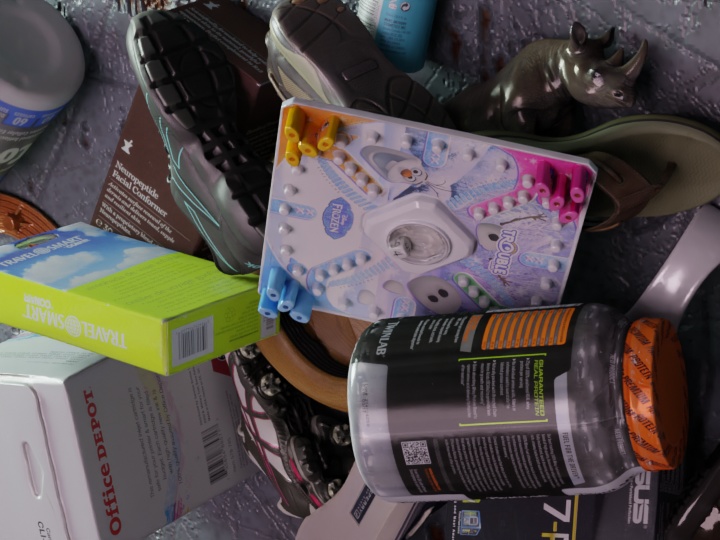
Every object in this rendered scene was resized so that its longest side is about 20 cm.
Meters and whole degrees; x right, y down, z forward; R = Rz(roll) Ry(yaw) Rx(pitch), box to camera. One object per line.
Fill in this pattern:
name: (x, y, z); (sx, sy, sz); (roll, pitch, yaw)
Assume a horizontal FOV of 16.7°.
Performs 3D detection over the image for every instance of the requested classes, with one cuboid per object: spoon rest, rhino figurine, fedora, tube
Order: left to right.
fedora: (0.000, 0.000, 1.743); (0.201, 0.082, 0.201); (12, 109, 37)
tube: (0.035, -0.233, 1.651); (0.077, 0.050, 0.200); (23, 117, 26)
rhino figurine: (0.114, -0.105, 1.623); (0.200, 0.060, 0.087); (-32, 62, 40)
spoon rest: (0.192, 0.050, 1.627); (0.099, 0.061, 0.200); (36, 125, 19)

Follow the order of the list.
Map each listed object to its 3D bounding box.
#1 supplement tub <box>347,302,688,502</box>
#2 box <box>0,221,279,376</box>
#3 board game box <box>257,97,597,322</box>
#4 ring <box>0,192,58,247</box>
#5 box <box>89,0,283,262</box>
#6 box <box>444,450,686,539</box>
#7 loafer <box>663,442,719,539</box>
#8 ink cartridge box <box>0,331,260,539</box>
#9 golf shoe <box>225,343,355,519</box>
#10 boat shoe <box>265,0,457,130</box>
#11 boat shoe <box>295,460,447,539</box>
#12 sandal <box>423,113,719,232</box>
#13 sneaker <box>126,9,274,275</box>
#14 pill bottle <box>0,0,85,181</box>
supplement tub: (0.102, 0.085, 1.571); (0.200, 0.123, 0.123); (-4, 105, 21)
box: (-0.170, 0.018, 1.753); (0.200, 0.122, 0.048); (15, 113, 37)
board game box: (0.037, -0.017, 1.584); (0.200, 0.026, 0.200); (12, 141, 2)
ring: (-0.292, 0.032, 2.023); (0.200, 0.019, 0.200); (14, 114, 33)
box: (-0.117, -0.091, 1.805); (0.100, 0.075, 0.200); (37, 124, 21)
box: (0.132, 0.206, 1.636); (0.161, 0.049, 0.200); (0, 80, 32)
loafer: (0.275, 0.108, 1.562); (0.071, 0.073, 0.200); (36, 106, 1)
ink cartridge box: (-0.194, 0.114, 1.859); (0.145, 0.200, 0.145); (0, 107, 38)
golf shoe: (-0.069, 0.098, 1.841); (0.088, 0.077, 0.200); (-22, 92, 48)
boat shoe: (0.005, -0.097, 1.648); (0.200, 0.074, 0.073); (56, 149, 20)
boat shoe: (0.027, 0.173, 1.779); (0.075, 0.093, 0.200); (57, 136, 25)
sandal: (0.141, -0.051, 1.572); (0.201, 0.057, 0.080); (-5, 133, -4)
sneaker: (-0.116, -0.086, 1.711); (0.079, 0.075, 0.200); (-36, 79, 49)
pill bottle: (-0.309, -0.122, 1.913); (0.114, 0.114, 0.200); (54, 131, 8)
